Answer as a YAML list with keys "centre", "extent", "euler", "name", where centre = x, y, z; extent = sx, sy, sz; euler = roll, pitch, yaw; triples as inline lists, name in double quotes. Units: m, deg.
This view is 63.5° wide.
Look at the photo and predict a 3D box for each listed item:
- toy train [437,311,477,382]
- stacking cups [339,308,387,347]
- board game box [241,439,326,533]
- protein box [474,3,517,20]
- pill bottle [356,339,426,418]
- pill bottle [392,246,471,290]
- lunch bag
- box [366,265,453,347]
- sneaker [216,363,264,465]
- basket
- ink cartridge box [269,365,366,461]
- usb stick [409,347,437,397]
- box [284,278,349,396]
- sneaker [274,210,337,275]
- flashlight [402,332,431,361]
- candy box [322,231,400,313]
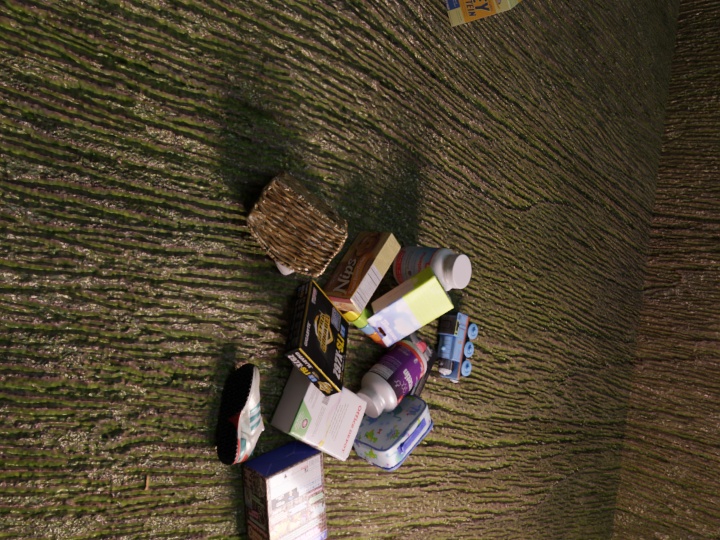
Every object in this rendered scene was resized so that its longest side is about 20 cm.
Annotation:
- centre: [0.276, 0.220, 1.705]
  extent: [0.112, 0.085, 0.207]
  euler: [20, 78, -37]
  name: "toy train"
- centre: [0.021, 0.131, 1.452]
  extent: [0.199, 0.059, 0.062]
  euler: [42, 65, -38]
  name: "stacking cups"
- centre: [-0.165, 0.506, 1.275]
  extent: [0.156, 0.095, 0.208]
  euler: [-10, 100, -44]
  name: "board game box"
- centre: [0.359, -0.801, 1.613]
  extent: [0.198, 0.196, 0.138]
  euler: [-44, 121, -32]
  name: "protein box"
- centre: [0.077, 0.278, 1.487]
  extent: [0.199, 0.110, 0.115]
  euler: [-41, 120, -34]
  name: "pill bottle"
- centre: [0.185, -0.004, 1.510]
  extent: [0.106, 0.196, 0.113]
  euler: [-4, 96, -43]
  name: "pill bottle"
- centre: [0.080, 0.402, 1.468]
  extent: [0.199, 0.158, 0.085]
  euler: [-39, 119, -36]
  name: "lunch bag"
- centre: [0.119, 0.092, 1.436]
  extent: [0.196, 0.048, 0.123]
  euler: [-32, 126, 10]
  name: "box"
- centre: [-0.239, 0.298, 1.215]
  extent: [0.093, 0.068, 0.208]
  euler: [23, 75, -61]
  name: "sneaker"
- centre: [-0.134, -0.091, 1.220]
  extent: [0.198, 0.149, 0.144]
  euler: [36, 100, -10]
  name: "basket"
- centre: [-0.092, 0.328, 1.340]
  extent: [0.199, 0.082, 0.149]
  euler: [39, 66, -39]
  name: "ink cartridge box"
- centre: [0.163, 0.310, 1.634]
  extent: [0.056, 0.032, 0.204]
  euler: [50, 59, -44]
  name: "usb stick"
- centre: [-0.091, 0.148, 1.283]
  extent: [0.161, 0.048, 0.204]
  euler: [54, 27, -33]
  name: "box"
- centre: [-0.120, -0.080, 1.286]
  extent: [0.201, 0.079, 0.085]
  euler: [-49, 113, -33]
  name: "sneaker"
- centre: [0.122, 0.161, 1.561]
  extent: [0.068, 0.066, 0.203]
  euler: [-52, 122, -38]
  name: "flashlight"
- centre: [0.000, 0.000, 1.382]
  extent: [0.056, 0.113, 0.203]
  euler: [49, 61, -33]
  name: "candy box"
